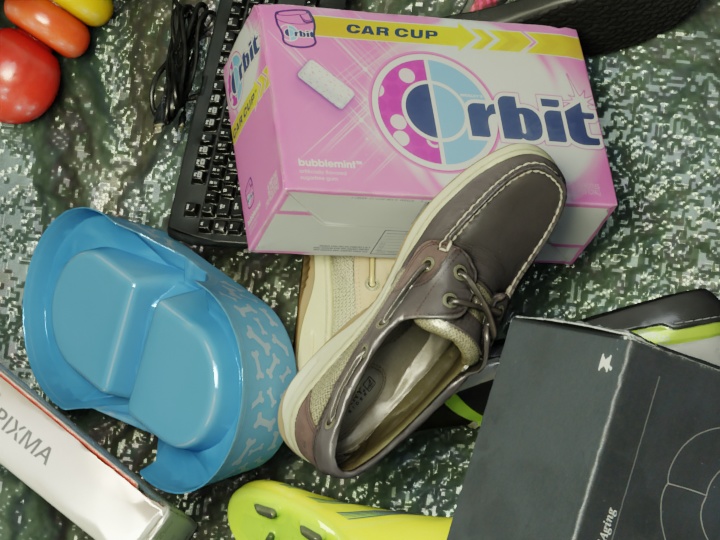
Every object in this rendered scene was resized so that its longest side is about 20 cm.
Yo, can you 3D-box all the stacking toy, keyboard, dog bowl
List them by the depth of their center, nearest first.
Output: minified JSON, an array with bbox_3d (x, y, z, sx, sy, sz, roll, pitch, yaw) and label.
[{"bbox_3d":[-0.106,0.040,1.485,0.200,0.049,0.112,33,114,43],"label":"dog bowl"},{"bbox_3d":[-0.070,-0.104,1.526,0.103,0.040,0.201,0,57,17],"label":"keyboard"},{"bbox_3d":[-0.155,-0.171,1.573,0.085,0.085,0.201,32,91,12],"label":"stacking toy"}]

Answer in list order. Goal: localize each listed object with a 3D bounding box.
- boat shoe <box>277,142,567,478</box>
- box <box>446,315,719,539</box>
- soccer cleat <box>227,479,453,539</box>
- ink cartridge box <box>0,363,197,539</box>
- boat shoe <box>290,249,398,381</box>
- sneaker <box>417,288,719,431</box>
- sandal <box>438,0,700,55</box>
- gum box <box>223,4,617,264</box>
[{"bbox_3d":[0.040,0.026,1.410,0.200,0.065,0.072,-48,122,-1],"label":"boat shoe"},{"bbox_3d":[0.155,0.148,1.394,0.196,0.124,0.201,20,85,-27],"label":"box"},{"bbox_3d":[0.026,0.155,1.493,0.199,0.065,0.084,19,38,13],"label":"soccer cleat"},{"bbox_3d":[-0.185,0.080,1.470,0.200,0.174,0.044,38,86,12],"label":"ink cartridge box"},{"bbox_3d":[0.000,0.000,1.506,0.065,0.072,0.201,6,60,-1],"label":"boat shoe"},{"bbox_3d":[0.112,0.071,1.490,0.199,0.072,0.083,-16,90,9],"label":"sneaker"},{"bbox_3d":[0.088,-0.144,1.538,0.199,0.075,0.045,-12,66,7],"label":"sandal"},{"bbox_3d":[0.036,-0.070,1.480,0.199,0.066,0.114,3,60,-21],"label":"gum box"}]
